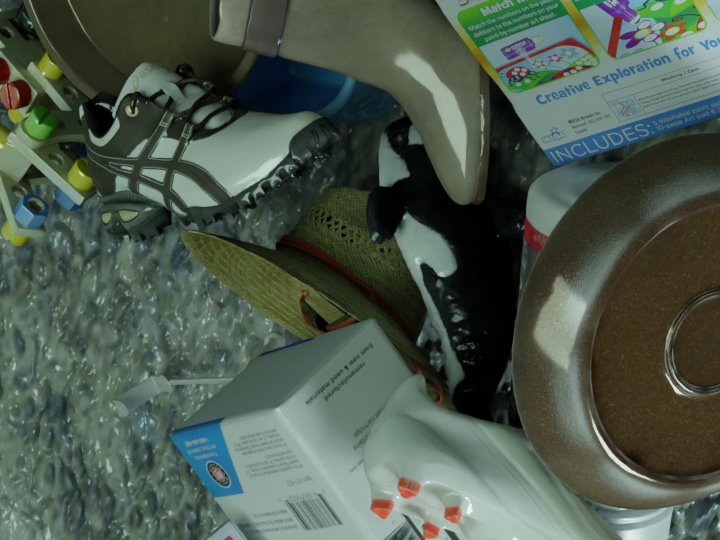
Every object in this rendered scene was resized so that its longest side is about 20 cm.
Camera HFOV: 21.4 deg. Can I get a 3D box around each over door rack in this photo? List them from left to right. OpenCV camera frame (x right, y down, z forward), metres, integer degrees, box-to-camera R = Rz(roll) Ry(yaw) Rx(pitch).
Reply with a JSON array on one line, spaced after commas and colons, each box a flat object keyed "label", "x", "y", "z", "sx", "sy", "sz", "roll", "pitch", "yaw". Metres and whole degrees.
[{"label": "over door rack", "x": -0.058, "y": 0.120, "z": 1.225, "sx": 0.200, "sy": 0.067, "sz": 0.148, "roll": -15, "pitch": 104, "yaw": 51}]

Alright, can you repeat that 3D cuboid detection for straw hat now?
[{"label": "straw hat", "x": 0.000, "y": 0.000, "z": 1.122, "sx": 0.200, "sy": 0.201, "sz": 0.085, "roll": 29, "pitch": 79, "yaw": 24}]

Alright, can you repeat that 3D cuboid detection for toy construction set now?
[{"label": "toy construction set", "x": -0.221, "y": -0.119, "z": 1.215, "sx": 0.092, "sy": 0.131, "sz": 0.201, "roll": -32, "pitch": 87, "yaw": 38}]

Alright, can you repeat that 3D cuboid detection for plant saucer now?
[{"label": "plant saucer", "x": -0.125, "y": -0.187, "z": 1.126, "sx": 0.199, "sy": 0.029, "sz": 0.201, "roll": 12, "pitch": 113, "yaw": 31}, {"label": "plant saucer", "x": 0.169, "y": 0.032, "z": 0.956, "sx": 0.032, "sy": 0.199, "sz": 0.201, "roll": -146, "pitch": 50, "yaw": -60}]

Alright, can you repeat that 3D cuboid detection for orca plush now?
[{"label": "orca plush", "x": 0.061, "y": -0.013, "z": 1.054, "sx": 0.071, "sy": 0.201, "sz": 0.105, "roll": -33, "pitch": 129, "yaw": 30}]

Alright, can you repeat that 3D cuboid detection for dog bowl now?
[{"label": "dog bowl", "x": -0.063, "y": -0.145, "z": 1.146, "sx": 0.199, "sy": 0.050, "sz": 0.112, "roll": 14, "pitch": 114, "yaw": 31}]

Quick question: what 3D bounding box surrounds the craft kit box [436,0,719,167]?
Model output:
[{"label": "craft kit box", "x": 0.131, "y": -0.157, "z": 0.948, "sx": 0.199, "sy": 0.049, "sz": 0.198, "roll": -16, "pitch": 130, "yaw": 36}]

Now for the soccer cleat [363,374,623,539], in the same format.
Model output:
[{"label": "soccer cleat", "x": 0.091, "y": 0.125, "z": 0.987, "sx": 0.200, "sy": 0.078, "sz": 0.069, "roll": 33, "pitch": 142, "yaw": -17}]

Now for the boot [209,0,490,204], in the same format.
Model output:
[{"label": "boot", "x": -0.008, "y": -0.133, "z": 1.036, "sx": 0.070, "sy": 0.145, "sz": 0.201, "roll": 142, "pitch": 124, "yaw": -71}]

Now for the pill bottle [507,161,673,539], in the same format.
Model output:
[{"label": "pill bottle", "x": 0.137, "y": 0.051, "z": 1.034, "sx": 0.110, "sy": 0.111, "sz": 0.201, "roll": 16, "pitch": 115, "yaw": 30}]

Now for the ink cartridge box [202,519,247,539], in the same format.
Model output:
[{"label": "ink cartridge box", "x": -0.054, "y": 0.219, "z": 1.140, "sx": 0.119, "sy": 0.042, "sz": 0.200, "roll": 51, "pitch": 170, "yaw": 11}]

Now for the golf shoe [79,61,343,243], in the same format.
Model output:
[{"label": "golf shoe", "x": -0.096, "y": -0.075, "z": 1.074, "sx": 0.199, "sy": 0.078, "sz": 0.095, "roll": -11, "pitch": 107, "yaw": 46}]

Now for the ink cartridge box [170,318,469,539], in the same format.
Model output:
[{"label": "ink cartridge box", "x": 0.005, "y": 0.139, "z": 1.060, "sx": 0.200, "sy": 0.084, "sz": 0.146, "roll": 54, "pitch": 150, "yaw": -10}]
